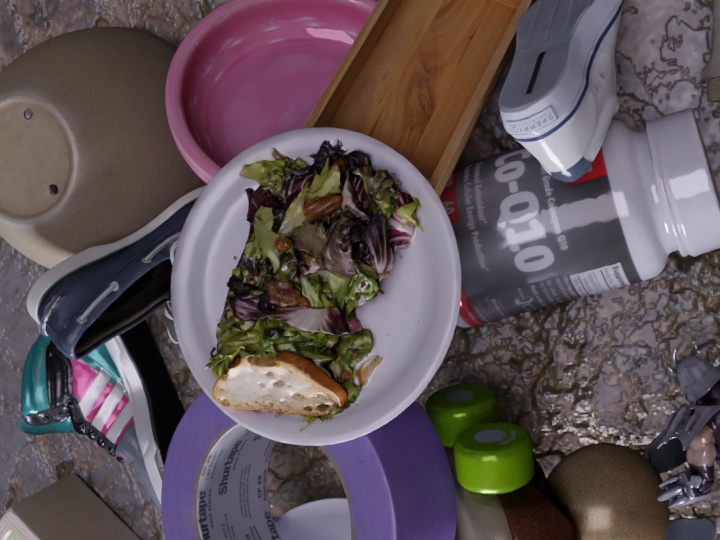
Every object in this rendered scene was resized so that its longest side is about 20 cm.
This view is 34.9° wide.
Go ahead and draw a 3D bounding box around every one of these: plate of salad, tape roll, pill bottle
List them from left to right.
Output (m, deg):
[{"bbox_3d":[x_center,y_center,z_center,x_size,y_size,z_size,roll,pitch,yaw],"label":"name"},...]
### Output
[{"bbox_3d":[-0.035,0.008,0.719,0.198,0.048,0.203,-2,84,19],"label":"plate of salad"},{"bbox_3d":[-0.038,0.164,0.796,0.198,0.085,0.203,2,93,33],"label":"tape roll"},{"bbox_3d":[0.147,-0.038,0.801,0.198,0.114,0.115,-17,92,19],"label":"pill bottle"}]

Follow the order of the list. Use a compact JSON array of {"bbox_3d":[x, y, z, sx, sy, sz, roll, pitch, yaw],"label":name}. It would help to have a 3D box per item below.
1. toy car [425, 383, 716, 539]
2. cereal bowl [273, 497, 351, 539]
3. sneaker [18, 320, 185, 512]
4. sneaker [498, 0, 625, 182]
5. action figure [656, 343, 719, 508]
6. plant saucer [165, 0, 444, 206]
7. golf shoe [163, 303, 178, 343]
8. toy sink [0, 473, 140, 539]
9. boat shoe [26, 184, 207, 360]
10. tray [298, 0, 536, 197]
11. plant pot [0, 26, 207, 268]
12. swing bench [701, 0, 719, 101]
[{"bbox_3d":[0.162,0.167,0.833,0.197,0.158,0.166,-10,105,-8],"label":"toy car"},{"bbox_3d":[-0.011,0.281,0.874,0.198,0.083,0.202,-10,65,22],"label":"cereal bowl"},{"bbox_3d":[-0.219,0.124,0.954,0.120,0.084,0.202,-25,81,14],"label":"sneaker"},{"bbox_3d":[0.142,-0.134,0.769,0.072,0.201,0.071,-11,126,37],"label":"sneaker"},{"bbox_3d":[0.265,0.136,0.788,0.130,0.069,0.201,-37,99,-18],"label":"action figure"},{"bbox_3d":[-0.040,-0.117,0.828,0.198,0.051,0.203,1,59,-2],"label":"plant saucer"},{"bbox_3d":[-0.064,0.062,0.913,0.199,0.078,0.088,30,144,-2],"label":"golf shoe"},{"bbox_3d":[-0.282,0.302,0.984,0.130,0.112,0.200,42,107,9],"label":"toy sink"},{"bbox_3d":[-0.140,-0.003,0.826,0.062,0.199,0.075,45,145,25],"label":"boat shoe"},{"bbox_3d":[0.044,-0.139,0.796,0.098,0.037,0.201,23,62,10],"label":"tray"},{"bbox_3d":[-0.215,-0.085,0.860,0.198,0.134,0.203,2,97,17],"label":"plant pot"},{"bbox_3d":[0.316,-0.210,0.717,0.197,0.130,0.202,0,98,18],"label":"swing bench"}]
